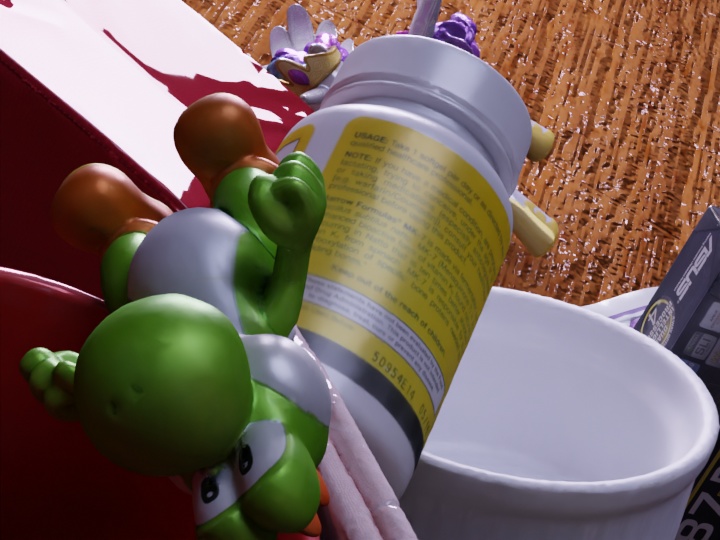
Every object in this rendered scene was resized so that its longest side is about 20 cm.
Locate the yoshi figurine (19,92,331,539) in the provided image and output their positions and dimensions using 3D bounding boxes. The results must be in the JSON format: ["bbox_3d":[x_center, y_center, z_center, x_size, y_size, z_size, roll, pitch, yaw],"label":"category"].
[{"bbox_3d":[-0.063,0.013,0.964,0.111,0.113,0.200,3,36,-16],"label":"yoshi figurine"}]

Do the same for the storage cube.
[{"bbox_3d":[-0.158,-0.042,1.261,0.180,0.200,0.171,39,25,3],"label":"storage cube"}]

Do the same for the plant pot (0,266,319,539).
[{"bbox_3d":[-0.139,0.125,0.991,0.200,0.178,0.201,25,26,-13],"label":"plant pot"}]

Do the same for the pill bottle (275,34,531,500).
[{"bbox_3d":[0.000,0.000,1.201,0.114,0.114,0.200,28,58,-5],"label":"pill bottle"}]

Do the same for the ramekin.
[{"bbox_3d":[0.064,0.093,1.306,0.199,0.098,0.201,8,25,-4],"label":"ramekin"}]

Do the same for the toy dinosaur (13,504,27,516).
[{"bbox_3d":[-0.100,0.114,1.176,0.088,0.048,0.200,6,-14,42],"label":"toy dinosaur"}]

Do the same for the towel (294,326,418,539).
[{"bbox_3d":[-0.020,0.149,1.062,0.032,0.201,0.191,-6,36,-20],"label":"towel"}]

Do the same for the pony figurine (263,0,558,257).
[{"bbox_3d":[0.028,-0.106,1.651,0.200,0.166,0.193,37,30,-22],"label":"pony figurine"}]

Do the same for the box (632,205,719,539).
[{"bbox_3d":[0.201,0.076,1.416,0.161,0.200,0.049,19,26,-24],"label":"box"}]

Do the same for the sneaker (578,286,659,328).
[{"bbox_3d":[0.149,0.075,1.526,0.200,0.073,0.114,-8,48,-38],"label":"sneaker"}]
